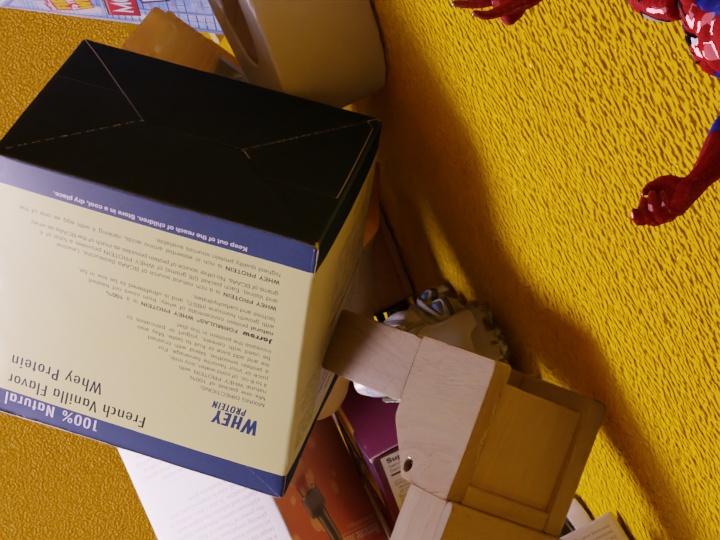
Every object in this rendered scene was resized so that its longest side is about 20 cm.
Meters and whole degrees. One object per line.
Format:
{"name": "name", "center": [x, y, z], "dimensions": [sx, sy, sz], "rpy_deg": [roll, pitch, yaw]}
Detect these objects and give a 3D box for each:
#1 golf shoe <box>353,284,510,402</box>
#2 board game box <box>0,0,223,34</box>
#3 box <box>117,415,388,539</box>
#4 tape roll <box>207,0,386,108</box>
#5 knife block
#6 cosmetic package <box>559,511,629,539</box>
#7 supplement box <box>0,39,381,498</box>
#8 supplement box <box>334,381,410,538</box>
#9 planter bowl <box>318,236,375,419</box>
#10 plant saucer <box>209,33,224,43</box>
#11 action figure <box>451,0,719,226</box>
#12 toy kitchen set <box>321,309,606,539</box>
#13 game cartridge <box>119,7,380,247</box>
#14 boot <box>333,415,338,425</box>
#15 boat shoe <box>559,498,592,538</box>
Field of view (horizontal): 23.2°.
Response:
{"name": "golf shoe", "center": [0.047, 0.068, 1.156], "dimensions": [0.079, 0.097, 0.200], "rpy_deg": [67, 171, -8]}
{"name": "board game box", "center": [-0.176, -0.239, 1.282], "dimensions": [0.200, 0.198, 0.062], "rpy_deg": [87, -176, -73]}
{"name": "box", "center": [-0.088, 0.151, 1.341], "dimensions": [0.201, 0.106, 0.152], "rpy_deg": [64, -158, 7]}
{"name": "tape roll", "center": [-0.058, -0.192, 1.110], "dimensions": [0.203, 0.070, 0.203], "rpy_deg": [63, 173, 14]}
{"name": "knife block", "center": [0.000, 0.000, 1.391], "dimensions": [0.176, 0.064, 0.200], "rpy_deg": [61, 172, 19]}
{"name": "cosmetic package", "center": [0.151, 0.257, 1.015], "dimensions": [0.085, 0.107, 0.201], "rpy_deg": [75, 168, -58]}
{"name": "supplement box", "center": [-0.108, -0.001, 1.068], "dimensions": [0.135, 0.198, 0.201], "rpy_deg": [-63, -14, -50]}
{"name": "supplement box", "center": [0.054, 0.154, 1.374], "dimensions": [0.131, 0.103, 0.201], "rpy_deg": [-122, 10, -51]}
{"name": "planter bowl", "center": [-0.068, -0.006, 1.261], "dimensions": [0.199, 0.135, 0.200], "rpy_deg": [27, -160, -11]}
{"name": "plant saucer", "center": [-0.161, -0.325, 1.492], "dimensions": [0.200, 0.048, 0.201], "rpy_deg": [57, 171, 44]}
{"name": "action figure", "center": [0.095, -0.042, 0.435], "dimensions": [0.200, 0.098, 0.066], "rpy_deg": [-124, 12, -63]}
{"name": "toy kitchen set", "center": [0.061, 0.154, 1.004], "dimensions": [0.162, 0.201, 0.180], "rpy_deg": [22, 177, -30]}
{"name": "game cartridge", "center": [-0.072, -0.100, 1.182], "dimensions": [0.200, 0.032, 0.176], "rpy_deg": [38, -166, -11]}
{"name": "boot", "center": [-0.074, 0.099, 2.267], "dimensions": [0.201, 0.064, 0.186], "rpy_deg": [62, 160, -7]}
{"name": "boat shoe", "center": [0.156, 0.246, 1.124], "dimensions": [0.201, 0.060, 0.074], "rpy_deg": [64, 172, 6]}
